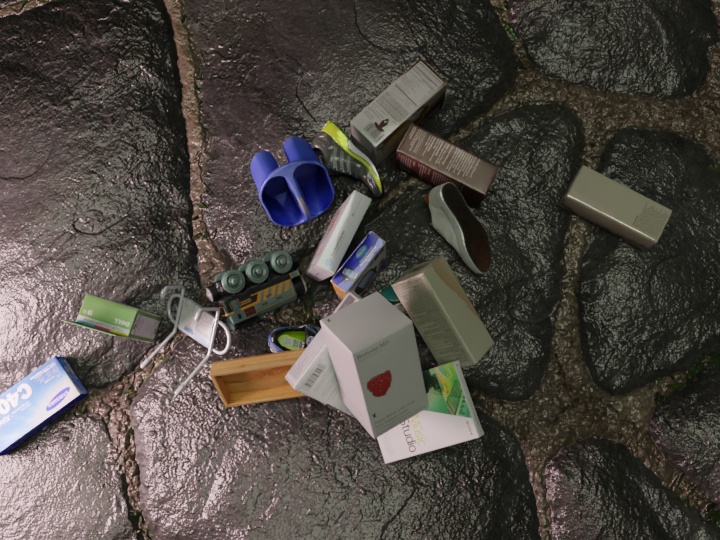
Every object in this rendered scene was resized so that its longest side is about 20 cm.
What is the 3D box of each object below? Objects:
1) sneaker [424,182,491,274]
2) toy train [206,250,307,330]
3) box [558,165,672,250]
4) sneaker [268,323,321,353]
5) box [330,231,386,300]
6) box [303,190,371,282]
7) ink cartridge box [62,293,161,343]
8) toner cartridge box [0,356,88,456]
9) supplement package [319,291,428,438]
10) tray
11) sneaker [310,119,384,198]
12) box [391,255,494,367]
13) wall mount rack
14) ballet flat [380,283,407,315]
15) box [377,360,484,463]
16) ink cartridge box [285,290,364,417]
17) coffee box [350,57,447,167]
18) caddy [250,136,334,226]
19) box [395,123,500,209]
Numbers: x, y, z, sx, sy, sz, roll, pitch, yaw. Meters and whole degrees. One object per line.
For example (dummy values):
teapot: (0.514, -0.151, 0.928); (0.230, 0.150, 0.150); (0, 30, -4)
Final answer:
sneaker: (0.197, -0.082, 1.323); (0.073, 0.085, 0.200); (-33, 100, -31)
toy train: (-0.199, 0.036, 1.272); (0.200, 0.085, 0.114); (-24, 97, -28)
box: (0.514, -0.126, 1.318); (0.200, 0.068, 0.082); (30, 81, 7)
sneaker: (-0.083, 0.147, 1.262); (0.199, 0.089, 0.079); (4, 79, -1)
box: (0.000, 0.000, 1.232); (0.041, 0.200, 0.119); (37, 82, 8)
box: (-0.047, -0.059, 1.244); (0.041, 0.200, 0.156); (28, 81, -9)
ink cartridge box: (-0.459, 0.089, 1.221); (0.104, 0.200, 0.059); (17, 81, 4)
toner cartridge box: (-0.648, 0.265, 1.270); (0.200, 0.043, 0.095); (-37, 82, -6)
supplement package: (0.026, 0.163, 1.125); (0.121, 0.200, 0.120); (-26, 35, -18)
tray: (-0.174, 0.204, 1.239); (0.200, 0.099, 0.037); (-10, 39, 5)
sneaker: (-0.027, -0.216, 1.348); (0.081, 0.074, 0.200); (-43, 74, 0)
box: (0.156, 0.083, 1.232); (0.078, 0.095, 0.200); (-38, 101, -41)
wall mount rack: (-0.342, 0.130, 1.247); (0.200, 0.074, 0.174); (25, 106, 35)
ballet flat: (0.052, 0.078, 1.281); (0.200, 0.069, 0.070); (-30, 79, -29)
box: (0.115, 0.267, 1.222); (0.200, 0.036, 0.145); (-23, 78, 22)
ink cartridge box: (-0.014, 0.159, 1.202); (0.200, 0.174, 0.044); (-53, 41, 1)
coffee box: (0.077, -0.322, 1.339); (0.200, 0.114, 0.080); (-43, 81, -8)
caddy: (-0.129, -0.164, 1.275); (0.141, 0.200, 0.105); (-25, 63, -2)
box: (0.174, -0.211, 1.322); (0.200, 0.100, 0.075); (30, 81, 6)
